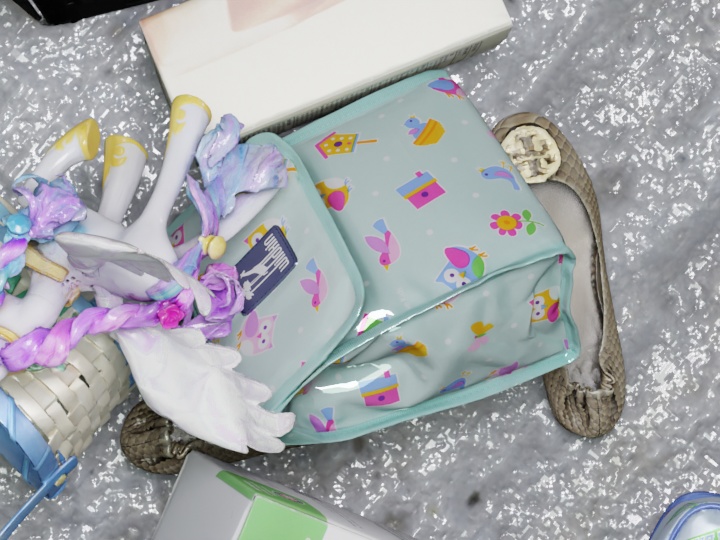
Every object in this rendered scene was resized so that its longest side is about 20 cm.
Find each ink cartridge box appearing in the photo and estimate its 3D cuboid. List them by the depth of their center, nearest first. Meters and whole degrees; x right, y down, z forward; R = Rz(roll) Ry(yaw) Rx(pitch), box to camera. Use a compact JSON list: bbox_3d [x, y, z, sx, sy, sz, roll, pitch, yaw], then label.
[{"bbox_3d":[-0.006,0.183,1.470,0.200,0.146,0.084,24,88,-18],"label":"ink cartridge box"}]

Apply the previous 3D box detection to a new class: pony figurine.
[{"bbox_3d":[-0.120,0.000,1.391,0.193,0.167,0.200,9,51,30],"label":"pony figurine"}]

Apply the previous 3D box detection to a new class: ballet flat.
[{"bbox_3d":[-0.045,0.075,1.536,0.200,0.046,0.067,-15,88,-2],"label":"ballet flat"},{"bbox_3d":[0.119,0.002,1.552,0.067,0.046,0.200,-12,89,-3],"label":"ballet flat"}]

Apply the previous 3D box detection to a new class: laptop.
[{"bbox_3d":[-0.171,-0.201,1.479,0.200,0.177,0.103,-14,90,-2],"label":"laptop"}]

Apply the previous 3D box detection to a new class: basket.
[{"bbox_3d":[-0.234,0.066,1.484,0.176,0.139,0.200,40,79,13],"label":"basket"}]

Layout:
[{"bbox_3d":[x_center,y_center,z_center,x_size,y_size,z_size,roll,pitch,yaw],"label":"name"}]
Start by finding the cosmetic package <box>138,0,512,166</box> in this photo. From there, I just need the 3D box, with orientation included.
[{"bbox_3d":[-0.021,-0.139,1.522,0.200,0.103,0.087,-22,88,-4],"label":"cosmetic package"}]

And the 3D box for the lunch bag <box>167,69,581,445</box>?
[{"bbox_3d":[0.000,0.000,1.474,0.200,0.122,0.170,-21,50,-10],"label":"lunch bag"}]

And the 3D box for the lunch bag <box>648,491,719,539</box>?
[{"bbox_3d":[0.237,0.230,1.541,0.200,0.076,0.160,25,90,-3],"label":"lunch bag"}]
